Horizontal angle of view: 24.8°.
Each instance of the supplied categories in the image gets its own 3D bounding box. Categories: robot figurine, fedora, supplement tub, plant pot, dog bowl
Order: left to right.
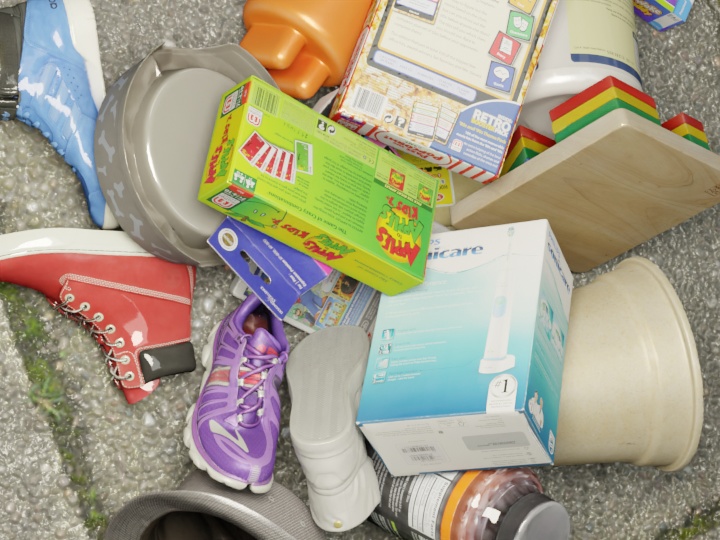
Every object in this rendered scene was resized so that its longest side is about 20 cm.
[{"bbox_3d":[-0.138,-0.095,1.373,0.200,0.059,0.201,12,74,-46],"label":"dog bowl"},{"bbox_3d":[-0.104,0.229,1.369,0.200,0.177,0.090,31,41,-2],"label":"fedora"},{"bbox_3d":[-0.027,-0.246,1.461,0.144,0.117,0.200,35,71,-1],"label":"robot figurine"},{"bbox_3d":[0.084,0.197,1.406,0.107,0.200,0.107,-17,117,-39],"label":"supplement tub"},{"bbox_3d":[0.184,-0.228,1.527,0.145,0.145,0.201,8,66,-23],"label":"supplement tub"},{"bbox_3d":[0.184,0.100,1.491,0.183,0.200,0.201,-9,88,-14],"label":"plant pot"}]

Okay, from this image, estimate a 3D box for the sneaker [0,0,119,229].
[{"bbox_3d":[-0.264,-0.126,1.365,0.111,0.077,0.201,-12,97,-18],"label":"sneaker"}]

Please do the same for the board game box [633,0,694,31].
[{"bbox_3d":[0.303,-0.365,1.664,0.134,0.045,0.200,31,73,-18],"label":"board game box"}]

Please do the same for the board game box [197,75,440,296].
[{"bbox_3d":[-0.030,-0.067,1.346,0.200,0.048,0.102,27,59,-29],"label":"board game box"}]

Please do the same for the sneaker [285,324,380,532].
[{"bbox_3d":[-0.022,0.138,1.400,0.073,0.200,0.116,-6,118,9],"label":"sneaker"}]

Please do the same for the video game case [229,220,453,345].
[{"bbox_3d":[0.000,0.000,1.476,0.200,0.018,0.143,28,91,-21],"label":"video game case"}]

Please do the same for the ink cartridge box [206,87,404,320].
[{"bbox_3d":[-0.042,-0.059,1.389,0.095,0.037,0.200,48,53,-16],"label":"ink cartridge box"}]

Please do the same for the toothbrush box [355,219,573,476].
[{"bbox_3d":[0.091,0.064,1.375,0.085,0.146,0.200,59,32,-44],"label":"toothbrush box"}]

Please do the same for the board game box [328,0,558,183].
[{"bbox_3d":[0.078,-0.196,1.407,0.151,0.046,0.200,22,81,-9],"label":"board game box"}]

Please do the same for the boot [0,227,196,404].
[{"bbox_3d":[-0.230,0.039,1.364,0.199,0.072,0.145,2,85,-28],"label":"boot"}]

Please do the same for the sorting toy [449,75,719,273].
[{"bbox_3d":[0.212,-0.088,1.492,0.200,0.199,0.070,17,53,-44],"label":"sorting toy"}]

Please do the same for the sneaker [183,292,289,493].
[{"bbox_3d":[-0.097,0.095,1.364,0.080,0.083,0.200,17,42,-20],"label":"sneaker"}]

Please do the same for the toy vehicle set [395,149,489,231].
[{"bbox_3d":[0.055,-0.094,1.530,0.199,0.026,0.125,-5,86,-25],"label":"toy vehicle set"}]
